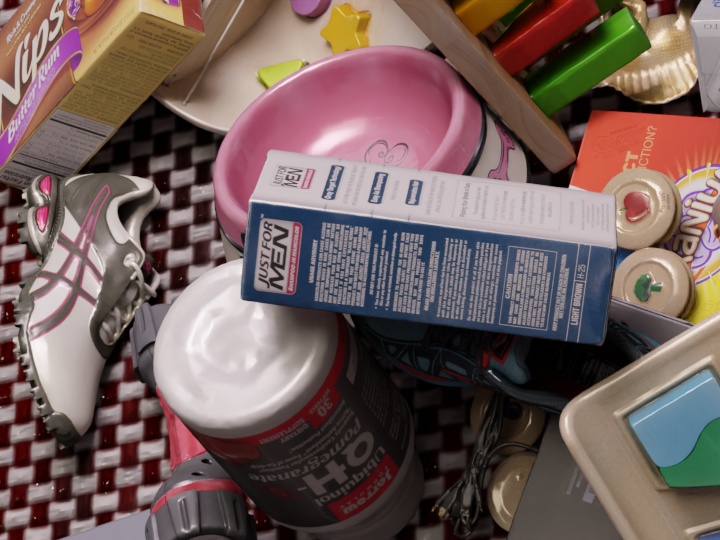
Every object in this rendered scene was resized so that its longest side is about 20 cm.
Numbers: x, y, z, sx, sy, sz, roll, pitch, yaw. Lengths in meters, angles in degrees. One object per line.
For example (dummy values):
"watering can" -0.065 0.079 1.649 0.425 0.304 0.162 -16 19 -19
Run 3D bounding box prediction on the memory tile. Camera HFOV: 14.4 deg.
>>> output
"memory tile" 0.131 0.048 1.683 0.152 0.017 0.201 -16 72 22

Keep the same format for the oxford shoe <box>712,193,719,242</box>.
"oxford shoe" 0.238 -0.007 1.636 0.073 0.071 0.201 -3 51 33

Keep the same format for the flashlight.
"flashlight" -0.108 0.102 1.742 0.067 0.068 0.201 -2 46 -14

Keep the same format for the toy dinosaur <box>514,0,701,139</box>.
"toy dinosaur" 0.174 -0.143 1.798 0.199 0.058 0.102 -15 57 15

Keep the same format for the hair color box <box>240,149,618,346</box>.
"hair color box" 0.039 -0.013 1.557 0.199 0.061 0.100 8 18 2

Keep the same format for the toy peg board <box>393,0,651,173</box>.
"toy peg board" 0.081 -0.200 1.754 0.098 0.199 0.201 -35 40 13

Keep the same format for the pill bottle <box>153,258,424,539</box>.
"pill bottle" -0.033 0.086 1.661 0.110 0.200 0.111 -11 57 18

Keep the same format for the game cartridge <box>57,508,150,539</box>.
"game cartridge" -0.137 0.244 1.714 0.132 0.041 0.201 -21 55 15

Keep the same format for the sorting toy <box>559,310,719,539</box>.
"sorting toy" 0.234 0.105 1.557 0.199 0.186 0.036 -32 14 0

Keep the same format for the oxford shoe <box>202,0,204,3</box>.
"oxford shoe" -0.145 -0.226 1.978 0.070 0.074 0.201 -10 57 18

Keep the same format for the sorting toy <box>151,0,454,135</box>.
"sorting toy" -0.015 -0.153 1.858 0.180 0.107 0.201 43 115 22

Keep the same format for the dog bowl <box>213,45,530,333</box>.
"dog bowl" -0.001 -0.057 1.731 0.199 0.074 0.201 -17 39 14

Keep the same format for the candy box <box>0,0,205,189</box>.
"candy box" -0.181 -0.153 1.900 0.200 0.056 0.117 -41 44 40

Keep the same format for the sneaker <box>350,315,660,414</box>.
"sneaker" 0.086 0.034 1.606 0.199 0.096 0.080 16 86 12

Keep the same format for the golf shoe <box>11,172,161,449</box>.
"golf shoe" -0.177 0.018 1.846 0.087 0.077 0.201 -9 58 10

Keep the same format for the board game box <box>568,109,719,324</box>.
"board game box" 0.217 -0.017 1.712 0.199 0.040 0.154 5 63 26

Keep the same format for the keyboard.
"keyboard" 0.118 0.110 1.655 0.126 0.021 0.201 20 86 22

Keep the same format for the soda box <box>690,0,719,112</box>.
"soda box" 0.259 -0.169 1.718 0.068 0.064 0.200 1 32 24
